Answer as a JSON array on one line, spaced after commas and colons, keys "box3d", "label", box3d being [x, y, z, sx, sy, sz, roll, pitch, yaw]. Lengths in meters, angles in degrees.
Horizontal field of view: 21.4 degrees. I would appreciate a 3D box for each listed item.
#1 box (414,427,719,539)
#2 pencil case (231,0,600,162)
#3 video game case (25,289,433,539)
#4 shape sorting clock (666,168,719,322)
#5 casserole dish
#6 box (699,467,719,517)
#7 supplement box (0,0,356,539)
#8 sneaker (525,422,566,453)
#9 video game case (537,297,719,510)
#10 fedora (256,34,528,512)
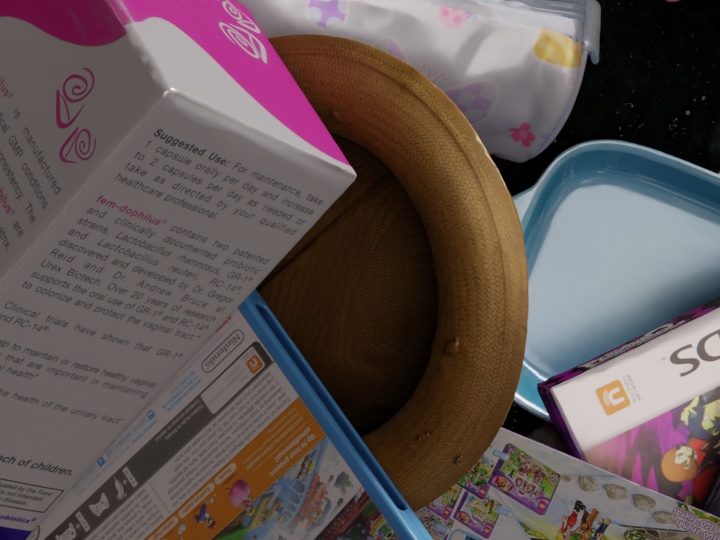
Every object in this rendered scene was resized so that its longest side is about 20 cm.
[{"box3d": [0.079, 0.143, 0.687, 0.039, 0.199, 0.137, 32, 82, -45], "label": "box"}, {"box3d": [-0.007, -0.108, 0.753, 0.199, 0.091, 0.084, 17, 50, -15], "label": "pencil case"}, {"box3d": [-0.060, 0.095, 0.717, 0.143, 0.018, 0.200, -42, 72, 18], "label": "video game case"}, {"box3d": [0.232, 0.021, 0.842, 0.199, 0.039, 0.201, 0, 91, -1], "label": "shape sorting clock"}, {"box3d": [0.142, 0.024, 0.801, 0.199, 0.039, 0.122, 22, 90, -2], "label": "casserole dish"}, {"box3d": [0.186, 0.156, 0.716, 0.158, 0.046, 0.201, 28, 88, -1], "label": "box"}, {"box3d": [-0.114, -0.010, 0.675, 0.200, 0.101, 0.103, -47, 142, 20], "label": "supplement box"}, {"box3d": [0.153, 0.127, 0.811, 0.199, 0.080, 0.077, 31, 88, -12], "label": "sneaker"}, {"box3d": [0.193, 0.098, 0.761, 0.180, 0.036, 0.201, -24, 90, -4], "label": "video game case"}, {"box3d": [0.000, 0.000, 0.739, 0.082, 0.200, 0.202, -17, 99, -47], "label": "fedora"}]
